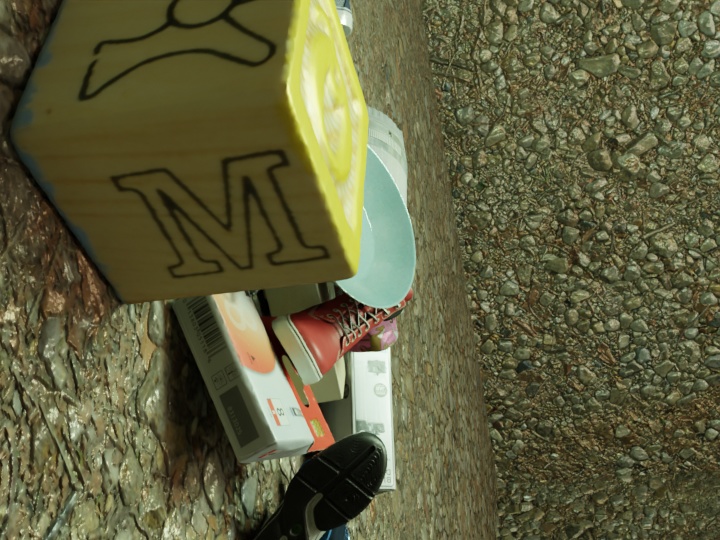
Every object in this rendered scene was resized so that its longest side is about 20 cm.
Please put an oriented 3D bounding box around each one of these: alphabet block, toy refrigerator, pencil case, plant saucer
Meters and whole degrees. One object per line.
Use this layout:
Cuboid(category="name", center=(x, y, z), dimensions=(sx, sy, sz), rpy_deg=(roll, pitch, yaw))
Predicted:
Cuboid(category="alphabet block", center=(-0.112, -0.112, 0.700), dimensions=(0.197, 0.198, 0.197), rpy_deg=(69, 20, -50))
Cuboid(category="toy refrigerator", center=(-0.072, 0.057, 1.105), dimensions=(0.076, 0.069, 0.202), rpy_deg=(-85, 165, -66))
Cuboid(category="pencil case", center=(0.000, 0.000, 1.079), dimensions=(0.087, 0.082, 0.202), rpy_deg=(-52, 141, -59))
Cuboid(category="plant saucer", center=(-0.016, -0.052, 0.940), dimensions=(0.200, 0.038, 0.203), rpy_deg=(33, 46, -42))

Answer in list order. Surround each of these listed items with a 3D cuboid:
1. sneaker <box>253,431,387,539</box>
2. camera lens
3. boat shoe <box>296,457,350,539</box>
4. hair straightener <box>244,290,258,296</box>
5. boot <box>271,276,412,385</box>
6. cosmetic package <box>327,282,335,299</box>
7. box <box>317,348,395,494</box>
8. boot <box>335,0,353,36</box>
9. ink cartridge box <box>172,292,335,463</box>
Cuboid(category="sneaker", center=(-0.045, 0.229, 0.954), dimensions=(0.075, 0.201, 0.115), rpy_deg=(39, 14, -5))
Cuboid(category="camera lens", center=(-0.017, -0.098, 1.207), dimensions=(0.161, 0.158, 0.202), rpy_deg=(68, 20, -51))
Cuboid(category="boat shoe", center=(-0.050, 0.317, 1.069), dimensions=(0.068, 0.083, 0.203), rpy_deg=(5, 92, -58))
Cuboid(category="hair straightener", center=(-0.118, -0.005, 0.922), dimensions=(0.200, 0.076, 0.041), rpy_deg=(-105, -152, -77))
Cuboid(category="boot", center=(-0.012, 0.050, 0.945), dimensions=(0.073, 0.143, 0.200), rpy_deg=(64, 3, -4))
Cuboid(category="cosmetic package", center=(-0.003, 0.033, 1.340), dimensions=(0.200, 0.102, 0.088), rpy_deg=(-14, 99, -76))
Cuboid(category="box", center=(-0.009, 0.194, 1.200), dimensions=(0.116, 0.060, 0.202), rpy_deg=(-32, -125, 57))
Cuboid(category="boot", center=(-0.102, -0.295, 0.949), dimensions=(0.198, 0.072, 0.091), rpy_deg=(-3, 82, -35))
Cuboid(category="ink cartridge box", center=(-0.082, 0.098, 0.880), dimensions=(0.200, 0.050, 0.163), rpy_deg=(12, 49, -64))
